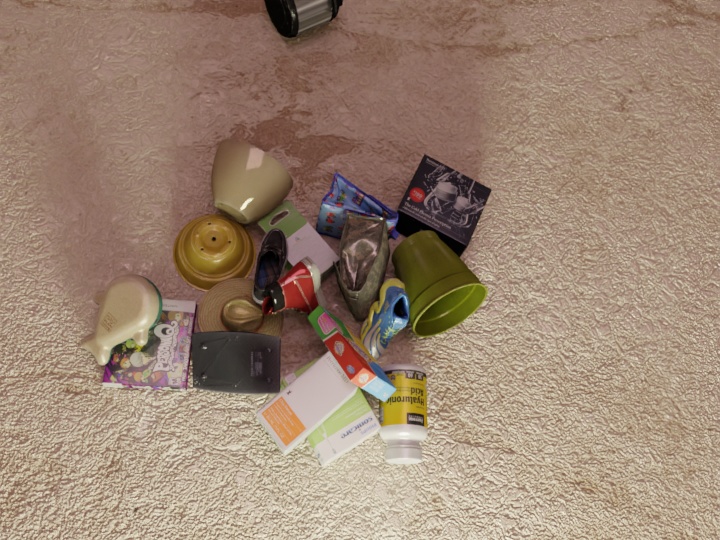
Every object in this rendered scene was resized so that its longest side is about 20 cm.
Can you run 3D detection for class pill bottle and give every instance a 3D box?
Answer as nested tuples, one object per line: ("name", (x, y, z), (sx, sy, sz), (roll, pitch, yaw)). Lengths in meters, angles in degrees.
("pill bottle", (0.094, 0.317, 1.502), (0.108, 0.112, 0.205), (4, 67, -8))

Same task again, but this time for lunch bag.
("lunch bag", (0.001, -0.121, 1.642), (0.197, 0.151, 0.095), (25, 63, 1))
("lunch bag", (0.000, 0.000, 1.578), (0.115, 0.165, 0.204), (7, 64, 10))

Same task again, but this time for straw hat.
("straw hat", (-0.265, 0.100, 1.524), (0.196, 0.085, 0.206), (3, 74, -12))

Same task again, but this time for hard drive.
("hard drive", (-0.267, 0.197, 1.479), (0.195, 0.042, 0.138), (2, 99, 5))

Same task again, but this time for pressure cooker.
("pressure cooker", (-0.150, -0.756, 1.870), (0.197, 0.178, 0.179), (-29, 95, -20))

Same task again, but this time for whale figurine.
("whale figurine", (-0.509, 0.105, 1.463), (0.158, 0.104, 0.201), (38, 92, 10))

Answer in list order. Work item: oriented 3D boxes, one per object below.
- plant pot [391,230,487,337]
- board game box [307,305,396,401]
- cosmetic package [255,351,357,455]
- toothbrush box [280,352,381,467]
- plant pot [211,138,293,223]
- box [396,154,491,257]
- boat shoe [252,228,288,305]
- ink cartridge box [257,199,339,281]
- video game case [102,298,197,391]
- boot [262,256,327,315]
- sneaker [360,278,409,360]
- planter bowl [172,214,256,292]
("plant pot", (0.168, 0.019, 1.609), (0.197, 0.202, 0.195), (-19, 60, -17))
("board game box", (-0.019, 0.180, 1.473), (0.040, 0.153, 0.201), (-43, 51, 5))
("cosmetic package", (-0.111, 0.275, 1.412), (0.199, 0.071, 0.102), (-39, 78, -18))
("toothbrush box", (-0.068, 0.300, 1.492), (0.144, 0.086, 0.202), (-28, 74, -17))
("plant pot", (-0.274, -0.193, 1.604), (0.197, 0.201, 0.137), (26, 72, 1))
("box", (0.202, -0.157, 1.722), (0.197, 0.104, 0.184), (27, 64, 1))
("boat shoe", (-0.205, -0.022, 1.535), (0.068, 0.067, 0.203), (15, 56, -3))
("ink cartridge box", (-0.151, -0.059, 1.640), (0.103, 0.060, 0.201), (-37, 78, -21))
("video game case", (-0.463, 0.160, 1.505), (0.177, 0.036, 0.205), (5, 67, -7))
("boot", (-0.151, 0.076, 1.515), (0.143, 0.202, 0.072), (-36, 55, -20))
("sneaker", (0.056, 0.122, 1.535), (0.074, 0.105, 0.204), (12, 103, -19))
("planter bowl", (-0.342, -0.059, 1.592), (0.195, 0.084, 0.205), (4, 66, -9))
